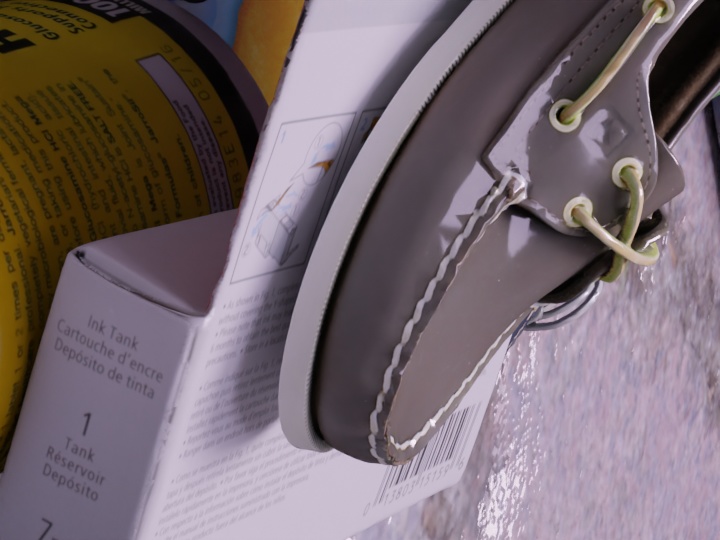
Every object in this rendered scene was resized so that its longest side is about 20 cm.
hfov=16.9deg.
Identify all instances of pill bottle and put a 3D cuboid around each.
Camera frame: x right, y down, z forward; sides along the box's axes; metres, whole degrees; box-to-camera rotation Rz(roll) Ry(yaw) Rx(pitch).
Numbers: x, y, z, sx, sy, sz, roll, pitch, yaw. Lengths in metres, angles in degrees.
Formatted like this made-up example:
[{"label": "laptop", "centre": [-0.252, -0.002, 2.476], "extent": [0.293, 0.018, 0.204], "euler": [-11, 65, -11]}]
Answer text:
[{"label": "pill bottle", "centre": [-0.110, -0.002, 0.589], "extent": [0.200, 0.112, 0.113], "euler": [-28, 122, -59]}]

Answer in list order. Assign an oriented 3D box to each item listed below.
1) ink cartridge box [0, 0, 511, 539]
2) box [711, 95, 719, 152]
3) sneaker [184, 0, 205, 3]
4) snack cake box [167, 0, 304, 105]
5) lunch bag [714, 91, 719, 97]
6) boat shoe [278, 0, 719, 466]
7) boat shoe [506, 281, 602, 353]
[{"label": "ink cartridge box", "centre": [-0.006, -0.007, 0.612], "extent": [0.200, 0.044, 0.174], "euler": [-17, 128, -62]}, {"label": "box", "centre": [0.294, -0.100, 1.264], "extent": [0.123, 0.200, 0.199], "euler": [-60, 146, -38]}, {"label": "sneaker", "centre": [0.015, -0.114, 0.670], "extent": [0.200, 0.108, 0.070], "euler": [-23, 111, -59]}, {"label": "snack cake box", "centre": [0.009, -0.115, 0.741], "extent": [0.200, 0.067, 0.115], "euler": [-51, 123, -14]}, {"label": "lunch bag", "centre": [0.156, -0.152, 0.900], "extent": [0.200, 0.122, 0.170], "euler": [-39, -179, -1]}, {"label": "boat shoe", "centre": [0.052, -0.036, 0.570], "extent": [0.202, 0.060, 0.072], "euler": [-57, 159, -17]}, {"label": "boat shoe", "centre": [0.057, -0.009, 0.968], "extent": [0.062, 0.075, 0.200], "euler": [61, 35, -35]}]
